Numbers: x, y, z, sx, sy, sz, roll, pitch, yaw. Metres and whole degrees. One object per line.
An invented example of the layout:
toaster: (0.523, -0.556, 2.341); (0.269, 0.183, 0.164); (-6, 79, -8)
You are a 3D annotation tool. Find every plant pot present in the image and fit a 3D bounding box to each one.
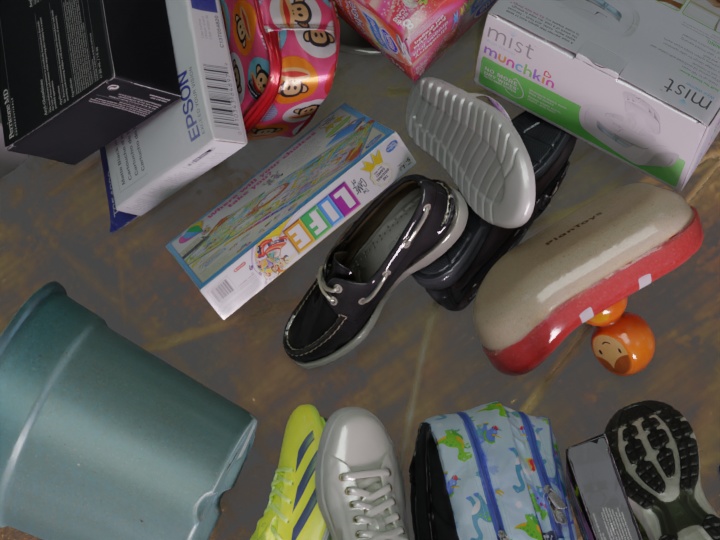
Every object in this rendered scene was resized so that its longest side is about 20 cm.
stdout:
plant pot: (-0.197, 0.140, 1.239); (0.195, 0.200, 0.201); (25, 78, 5)

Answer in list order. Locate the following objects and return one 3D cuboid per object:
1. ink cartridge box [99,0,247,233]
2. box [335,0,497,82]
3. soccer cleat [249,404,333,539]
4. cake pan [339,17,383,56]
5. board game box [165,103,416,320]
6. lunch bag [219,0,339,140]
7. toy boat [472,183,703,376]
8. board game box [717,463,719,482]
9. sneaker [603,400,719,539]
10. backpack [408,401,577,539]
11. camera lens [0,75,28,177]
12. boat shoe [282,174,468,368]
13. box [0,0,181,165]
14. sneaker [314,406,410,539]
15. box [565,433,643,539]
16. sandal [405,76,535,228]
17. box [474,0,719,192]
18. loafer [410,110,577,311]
ink cartridge box: (-0.184, -0.157, 1.326); (0.199, 0.040, 0.201); (-29, 66, 43)
box: (0.076, -0.270, 1.325); (0.100, 0.096, 0.200); (42, 82, 16)
soccer cleat: (-0.055, 0.206, 1.258); (0.083, 0.065, 0.202); (0, 76, -8)
cake pan: (0.014, -0.278, 1.403); (0.198, 0.037, 0.202); (-2, 74, 5)
board game box: (-0.061, -0.053, 1.304); (0.200, 0.134, 0.034); (-39, 114, -4)
lunch bag: (-0.087, -0.213, 1.328); (0.081, 0.176, 0.202); (-6, 75, -22)
toy boat: (0.192, 0.027, 1.270); (0.199, 0.131, 0.131); (-30, 102, -3)
board game box: (0.381, 0.188, 1.221); (0.198, 0.062, 0.202); (-9, 73, 4)
sneaker: (0.241, 0.194, 1.229); (0.076, 0.089, 0.201); (-17, 51, 1)
backpack: (0.101, 0.202, 1.209); (0.153, 0.163, 0.201); (-24, 66, -10)
camera lens: (-0.373, -0.184, 1.355); (0.159, 0.160, 0.201); (-19, 73, 1)
boat shoe: (0.000, 0.000, 1.283); (0.200, 0.060, 0.074); (-41, 53, 19)
box: (-0.231, -0.208, 1.288); (0.141, 0.079, 0.202); (-24, 68, 34)
sneaker: (0.017, 0.202, 1.207); (0.072, 0.085, 0.202); (-5, 85, -25)
box: (0.188, 0.208, 1.165); (0.036, 0.200, 0.144); (-19, 72, 3)
sandal: (0.100, -0.107, 1.296); (0.049, 0.083, 0.203); (-4, 34, -27)
box: (0.224, -0.193, 1.300); (0.199, 0.097, 0.177); (29, 61, 13)
loafer: (0.117, -0.054, 1.327); (0.072, 0.063, 0.200); (27, 72, 43)
